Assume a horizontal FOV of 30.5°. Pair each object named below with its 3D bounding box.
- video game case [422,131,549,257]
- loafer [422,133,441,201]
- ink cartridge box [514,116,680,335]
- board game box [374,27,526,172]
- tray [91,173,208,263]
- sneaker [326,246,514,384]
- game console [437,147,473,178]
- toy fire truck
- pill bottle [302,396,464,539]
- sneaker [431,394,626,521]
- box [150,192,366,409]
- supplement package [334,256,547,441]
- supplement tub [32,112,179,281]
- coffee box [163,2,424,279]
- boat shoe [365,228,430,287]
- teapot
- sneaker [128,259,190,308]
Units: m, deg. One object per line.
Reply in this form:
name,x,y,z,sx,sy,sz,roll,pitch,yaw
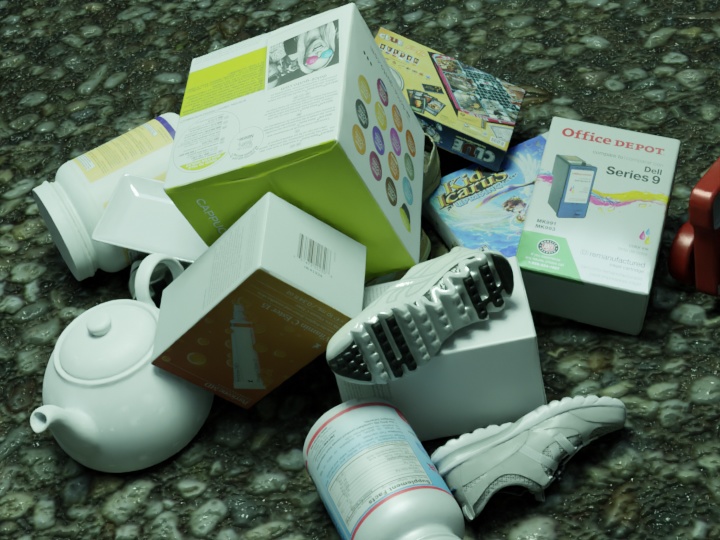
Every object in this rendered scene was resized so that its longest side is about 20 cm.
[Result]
video game case,0.191,-0.072,1.528,0.198,0.046,0.182,-24,41,-10
loafer,0.032,-0.091,1.495,0.075,0.068,0.201,14,41,19
ink cartridge box,0.250,-0.051,1.406,0.143,0.088,0.202,13,59,12
board game box,0.092,-0.207,1.587,0.198,0.035,0.136,24,44,1
tray,-0.194,-0.047,1.496,0.197,0.022,0.108,13,49,7
sneaker,0.049,0.040,1.252,0.198,0.076,0.081,-29,30,-18
game console,0.031,-0.147,1.679,0.197,0.118,0.176,-15,11,-1
toy fire truck,0.403,-0.070,1.370,0.111,0.169,0.200,23,53,35
pill bottle,0.028,0.217,1.207,0.108,0.110,0.201,-23,42,-10
sneaker,0.168,0.178,1.258,0.198,0.075,0.083,-18,76,-12
box,-0.102,0.035,1.316,0.200,0.124,0.098,-39,34,40
supplement package,0.078,0.086,1.328,0.197,0.121,0.122,-11,40,5
supplement tub,-0.281,-0.088,1.607,0.198,0.147,0.145,-28,43,-16
coffee box,-0.061,-0.113,1.373,0.198,0.200,0.200,-14,47,22
boat shoe,0.000,0.000,1.487,0.199,0.067,0.074,-39,47,-25
teapot,-0.251,0.099,1.390,0.195,0.147,0.201,-21,40,-9
sneaker,-0.182,-0.020,1.556,0.198,0.075,0.089,-19,43,-6
